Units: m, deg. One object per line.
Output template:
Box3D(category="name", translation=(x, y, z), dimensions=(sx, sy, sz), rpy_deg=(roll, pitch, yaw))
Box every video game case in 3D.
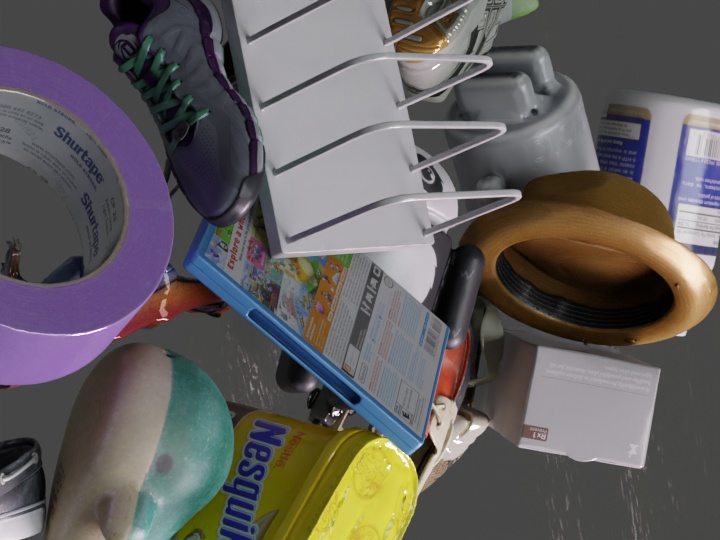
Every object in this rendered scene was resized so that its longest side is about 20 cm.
Box3D(category="video game case", translation=(-0.025, 0.019, 1.473), dimensions=(0.200, 0.018, 0.143), rpy_deg=(41, 30, -14))

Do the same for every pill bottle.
Box3D(category="pill bottle", translation=(0.255, -0.050, 1.897), dimensions=(0.119, 0.119, 0.202), rpy_deg=(6, 94, -50))

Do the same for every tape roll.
Box3D(category="tape roll", translation=(-0.214, -0.035, 1.307), dimensions=(0.199, 0.066, 0.202), rpy_deg=(18, 52, -25))

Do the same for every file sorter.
Box3D(category="file sorter", translation=(0.010, -0.124, 1.458), dimensions=(0.138, 0.124, 0.202), rpy_deg=(-4, 78, -41))

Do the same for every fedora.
Box3D(category="fedora", translation=(0.177, -0.019, 1.665), dimensions=(0.201, 0.199, 0.082), rpy_deg=(49, 44, -43))

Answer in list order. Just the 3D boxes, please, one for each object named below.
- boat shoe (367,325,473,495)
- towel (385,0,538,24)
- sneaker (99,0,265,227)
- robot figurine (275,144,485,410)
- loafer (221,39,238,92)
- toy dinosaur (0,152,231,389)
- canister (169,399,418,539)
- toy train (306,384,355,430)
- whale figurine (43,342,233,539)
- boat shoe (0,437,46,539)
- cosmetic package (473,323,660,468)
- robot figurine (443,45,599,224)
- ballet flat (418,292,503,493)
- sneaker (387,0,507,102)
Box3D(category="boat shoe", translation=(0.037, 0.123, 1.691), dimensions=(0.071, 0.063, 0.201), rpy_deg=(25, 93, -15))
Box3D(category="towel", translation=(0.072, -0.255, 1.712), dimensions=(0.199, 0.031, 0.151), rpy_deg=(-23, 118, -47))
Box3D(category="sneaker", translation=(-0.126, -0.113, 1.419), dimensions=(0.087, 0.201, 0.074), rpy_deg=(21, 125, -40))
Box3D(category="robot figurine", translation=(-0.001, -0.001, 1.605), dimensions=(0.150, 0.124, 0.202), rpy_deg=(26, 80, -49))
Box3D(category="loafer", translation=(-0.057, -0.167, 1.547), dimensions=(0.201, 0.072, 0.063), rpy_deg=(-55, 129, -23))
Box3D(category="toy dinosaur", translation=(-0.155, 0.029, 1.419), dimensions=(0.180, 0.105, 0.201), rpy_deg=(13, 51, -22))
Box3D(category="canister", translation=(-0.079, 0.165, 1.494), dimensions=(0.087, 0.199, 0.149), rpy_deg=(50, 61, -43))
Box3D(category="toy train", translation=(-0.013, 0.092, 1.682), dimensions=(0.201, 0.034, 0.046), rpy_deg=(-65, 150, -15))
Box3D(category="whale figurine", translation=(-0.150, 0.151, 1.439), dimensions=(0.103, 0.159, 0.202), rpy_deg=(19, 98, -19))
Box3D(category="boat shoe", translation=(-0.272, 0.145, 1.363), dimensions=(0.199, 0.071, 0.068), rpy_deg=(-11, 109, -50))
Box3D(category="cosmetic package", translation=(0.160, 0.097, 1.748), dimensions=(0.106, 0.200, 0.091), rpy_deg=(10, 90, -11))
Box3D(category="robot figurine", translation=(0.134, -0.081, 1.753), dimensions=(0.170, 0.112, 0.201), rpy_deg=(-52, 134, -42))
Box3D(category="ballet flat", translation=(0.076, 0.086, 1.754), dimensions=(0.068, 0.075, 0.202), rpy_deg=(8, 93, -50))
Box3D(category="sneaker", translation=(0.081, -0.214, 1.668), dimensions=(0.200, 0.075, 0.088), rpy_deg=(-53, 153, -26))
